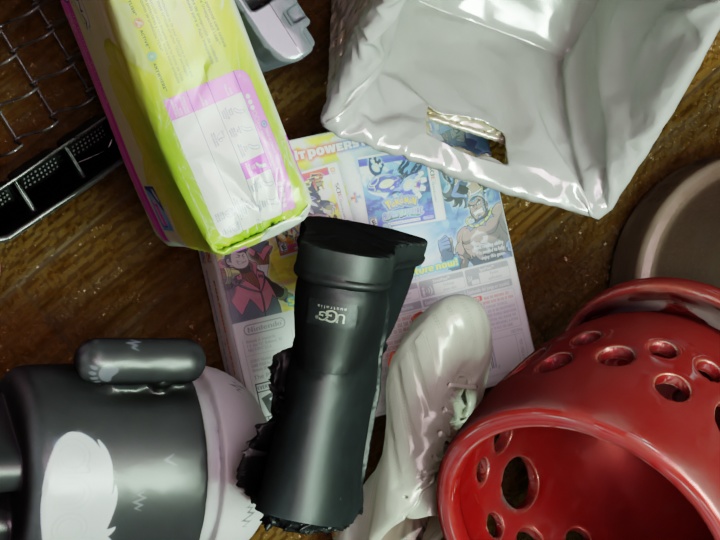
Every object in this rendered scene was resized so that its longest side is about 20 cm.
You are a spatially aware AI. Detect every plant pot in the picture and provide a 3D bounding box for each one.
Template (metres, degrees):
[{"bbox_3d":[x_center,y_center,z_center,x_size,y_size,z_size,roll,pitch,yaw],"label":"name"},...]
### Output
[{"bbox_3d":[0.286,0.015,1.456,0.199,0.175,0.201,1,86,-18],"label":"plant pot"},{"bbox_3d":[0.169,0.115,1.357,0.201,0.200,0.183,50,44,-10],"label":"plant pot"}]

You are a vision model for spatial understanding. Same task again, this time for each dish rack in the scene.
[{"bbox_3d":[-0.220,-0.135,1.347,0.153,0.055,0.200,-36,106,-17],"label":"dish rack"}]

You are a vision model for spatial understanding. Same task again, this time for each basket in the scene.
[{"bbox_3d":[0.097,-0.173,1.361,0.198,0.161,0.200,17,127,-16],"label":"basket"}]

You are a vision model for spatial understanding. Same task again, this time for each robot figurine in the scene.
[{"bbox_3d":[-0.149,0.114,1.328,0.199,0.150,0.125,0,76,-23],"label":"robot figurine"}]

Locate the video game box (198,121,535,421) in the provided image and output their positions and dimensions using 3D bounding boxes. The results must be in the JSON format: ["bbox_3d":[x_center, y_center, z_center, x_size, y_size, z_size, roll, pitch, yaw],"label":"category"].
[{"bbox_3d":[0.000,0.000,1.427,0.199,0.047,0.183,-13,95,-19],"label":"video game box"}]

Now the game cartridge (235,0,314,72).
[{"bbox_3d":[-0.104,-0.206,1.354,0.041,0.133,0.200,-36,99,-17],"label":"game cartridge"}]

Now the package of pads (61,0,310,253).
[{"bbox_3d":[-0.106,-0.110,1.273,0.068,0.154,0.201,-24,99,-15],"label":"package of pads"}]

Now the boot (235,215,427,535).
[{"bbox_3d":[-0.018,0.059,1.316,0.076,0.200,0.169,13,98,4],"label":"boot"}]

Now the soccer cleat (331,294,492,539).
[{"bbox_3d":[0.041,0.113,1.385,0.069,0.078,0.201,12,109,-29],"label":"soccer cleat"}]
